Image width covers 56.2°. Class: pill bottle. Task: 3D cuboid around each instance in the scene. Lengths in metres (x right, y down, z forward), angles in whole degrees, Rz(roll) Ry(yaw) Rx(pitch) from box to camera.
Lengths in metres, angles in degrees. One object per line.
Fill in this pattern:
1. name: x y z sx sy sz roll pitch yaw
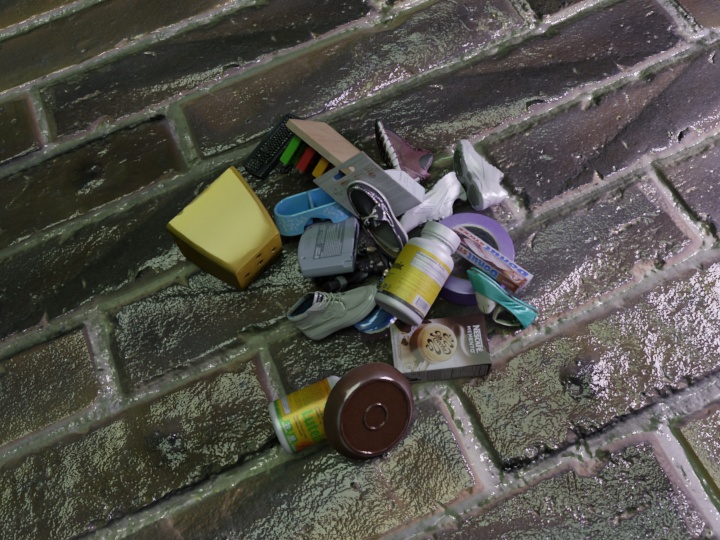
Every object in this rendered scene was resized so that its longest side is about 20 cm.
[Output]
1. pill bottle: 0.122 0.003 1.382 0.111 0.111 0.201 29 79 18
2. pill bottle: -0.076 0.282 1.366 0.199 0.111 0.112 -23 64 -5

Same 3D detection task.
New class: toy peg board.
1. toy peg board: -0.077 -0.257 1.599 0.199 0.200 0.098 40 111 11

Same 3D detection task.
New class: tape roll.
1. tape roll: 0.240 -0.027 1.505 0.199 0.066 0.201 -2 64 5

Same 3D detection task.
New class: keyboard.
1. keyboard: -0.200 -0.311 1.715 0.127 0.021 0.200 30 72 19

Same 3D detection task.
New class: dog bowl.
1. dog bowl: -0.112 -0.147 1.585 0.199 0.050 0.112 -16 36 -2

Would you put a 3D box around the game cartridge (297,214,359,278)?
1. game cartridge: -0.073 -0.057 1.524 0.132 0.041 0.201 -5 38 9

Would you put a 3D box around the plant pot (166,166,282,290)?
1. plant pot: -0.287 -0.074 1.524 0.176 0.200 0.200 42 75 11

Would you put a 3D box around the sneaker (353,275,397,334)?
1. sneaker: 0.054 0.057 1.461 0.200 0.089 0.078 -43 26 -20

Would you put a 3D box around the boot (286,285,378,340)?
1. boot: -0.062 0.075 1.428 0.199 0.096 0.074 -33 40 21

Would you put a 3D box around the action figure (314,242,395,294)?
1. action figure: 0.000 0.000 1.519 0.199 0.070 0.130 -20 56 -20

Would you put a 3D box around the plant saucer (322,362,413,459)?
1. plant saucer: 0.024 0.282 1.324 0.199 0.034 0.202 -4 100 -24

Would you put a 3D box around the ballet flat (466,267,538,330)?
1. ballet flat: 0.289 0.069 1.408 0.199 0.067 0.071 31 89 -24

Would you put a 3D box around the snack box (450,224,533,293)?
1. snack box: 0.267 -0.027 1.433 0.200 0.024 0.072 37 36 21

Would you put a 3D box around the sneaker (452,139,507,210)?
1. sneaker: 0.286 -0.230 1.601 0.099 0.078 0.201 -9 62 -17

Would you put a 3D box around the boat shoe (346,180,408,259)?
1. boat shoe: 0.035 -0.108 1.475 0.074 0.200 0.060 -22 30 27

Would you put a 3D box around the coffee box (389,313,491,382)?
1. coffee box: 0.166 0.165 1.412 0.198 0.080 0.114 -7 63 3

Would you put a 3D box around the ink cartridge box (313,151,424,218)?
1. ink cartridge box: 0.020 -0.187 1.495 0.160 0.200 0.048 -24 43 39

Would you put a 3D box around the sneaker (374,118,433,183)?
1. sneaker: 0.114 -0.294 1.650 0.115 0.076 0.201 -19 74 -9

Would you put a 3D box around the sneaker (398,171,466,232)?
1. sneaker: 0.164 -0.142 1.566 0.200 0.075 0.087 -40 91 -3
